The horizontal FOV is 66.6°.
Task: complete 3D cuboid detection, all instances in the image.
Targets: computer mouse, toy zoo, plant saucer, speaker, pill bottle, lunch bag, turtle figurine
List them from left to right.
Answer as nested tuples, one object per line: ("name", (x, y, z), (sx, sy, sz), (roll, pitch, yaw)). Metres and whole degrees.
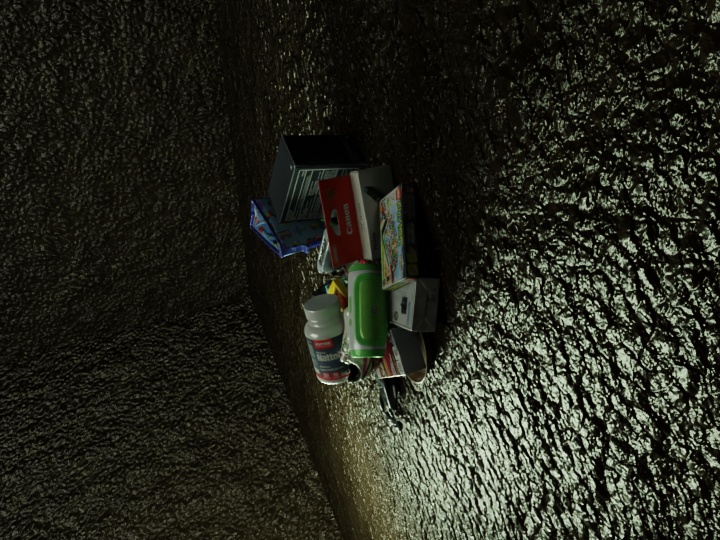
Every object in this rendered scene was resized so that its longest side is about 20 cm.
("lunch bag", (-0.186, -0.116, 1.477), (0.200, 0.149, 0.095), (47, 139, 36))
("pill bottle", (-0.076, 0.169, 1.376), (0.119, 0.118, 0.203), (35, 142, 62))
("toy zoo", (-0.033, 0.109, 1.405), (0.201, 0.020, 0.132), (51, 149, 26))
("turtle figurine", (0.000, 0.000, 1.385), (0.201, 0.099, 0.151), (-59, 42, 40))
("speaker", (0.015, 0.091, 1.223), (0.088, 0.087, 0.204), (152, 118, -70))
("computer mouse", (0.079, 0.351, 1.571), (0.140, 0.045, 0.203), (-176, 68, -75))
("plant saucer", (0.123, 0.169, 1.325), (0.200, 0.032, 0.204), (165, 91, -71))

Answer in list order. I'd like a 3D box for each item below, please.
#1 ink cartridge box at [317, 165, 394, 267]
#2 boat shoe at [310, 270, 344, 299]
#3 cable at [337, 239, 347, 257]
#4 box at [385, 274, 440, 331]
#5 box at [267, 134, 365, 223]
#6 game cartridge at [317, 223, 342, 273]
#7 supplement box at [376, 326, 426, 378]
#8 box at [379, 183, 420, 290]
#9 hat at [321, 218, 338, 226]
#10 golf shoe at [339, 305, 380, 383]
("ink cartridge box", (0.004, -0.122, 1.234), (0.043, 0.171, 0.204), (11, 114, 57))
("boat shoe", (-0.067, 0.036, 1.533), (0.074, 0.199, 0.075), (17, 120, 34))
("cable", (-0.007, -0.084, 1.331), (0.050, 0.200, 0.098), (12, 134, 31))
("box", (0.096, 0.062, 1.222), (0.199, 0.059, 0.119), (-164, 79, -66))
("box", (-0.120, -0.240, 1.427), (0.124, 0.195, 0.201), (63, 146, 30))
("game cartridge", (-0.044, -0.067, 1.474), (0.201, 0.131, 0.041), (111, 140, -58))
("supplement box", (0.083, 0.197, 1.323), (0.200, 0.060, 0.111), (138, 116, -70))
("box", (0.081, -0.069, 1.163), (0.110, 0.034, 0.204), (147, 124, -62))
("hat", (-0.055, -0.183, 1.599), (0.198, 0.177, 0.166), (33, 162, -2))
("golf shoe", (-0.011, 0.179, 1.303), (0.072, 0.092, 0.203), (18, 131, 46))
